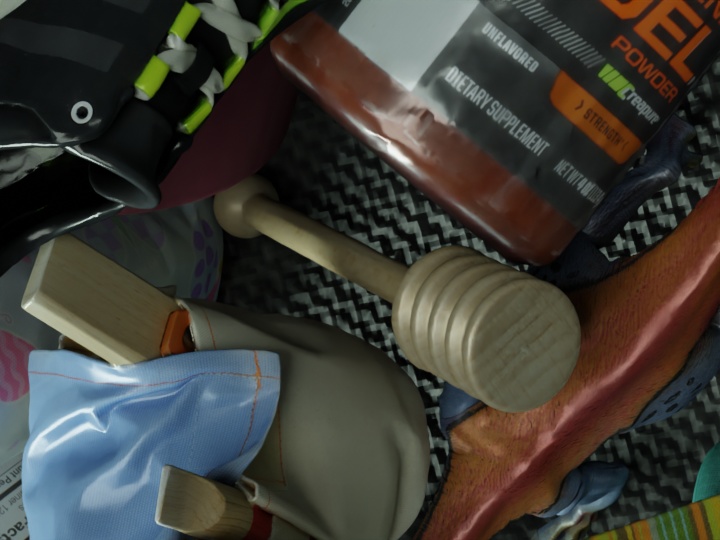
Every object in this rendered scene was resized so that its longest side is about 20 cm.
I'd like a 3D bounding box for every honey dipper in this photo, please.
[{"bbox_3d":[0.000,0.000,0.732,0.200,0.038,0.038,24,118,60],"label":"honey dipper"}]

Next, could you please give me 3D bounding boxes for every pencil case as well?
[{"bbox_3d":[-0.121,0.013,0.759,0.090,0.200,0.083,37,119,11],"label":"pencil case"}]

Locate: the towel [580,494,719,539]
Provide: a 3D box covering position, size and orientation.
[{"bbox_3d":[0.149,0.094,0.697,0.199,0.018,0.087,-18,97,-5],"label":"towel"}]

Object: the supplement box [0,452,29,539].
[{"bbox_3d":[-0.182,0.058,0.843,0.200,0.086,0.111,43,138,10],"label":"supplement box"}]

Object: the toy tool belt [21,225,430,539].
[{"bbox_3d":[-0.053,0.097,0.654,0.124,0.123,0.202,-12,69,31],"label":"toy tool belt"}]

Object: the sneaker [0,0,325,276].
[{"bbox_3d":[-0.052,-0.051,0.618,0.199,0.072,0.083,-35,51,13],"label":"sneaker"}]

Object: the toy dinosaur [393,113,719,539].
[{"bbox_3d":[0.047,0.028,0.709,0.105,0.200,0.182,39,72,4],"label":"toy dinosaur"}]

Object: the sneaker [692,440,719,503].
[{"bbox_3d":[0.090,0.141,0.763,0.079,0.077,0.201,26,112,27],"label":"sneaker"}]

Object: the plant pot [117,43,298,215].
[{"bbox_3d":[-0.080,-0.125,0.723,0.199,0.200,0.180,16,124,21],"label":"plant pot"}]

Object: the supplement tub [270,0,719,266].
[{"bbox_3d":[0.071,-0.108,0.675,0.107,0.107,0.200,39,94,12],"label":"supplement tub"}]
